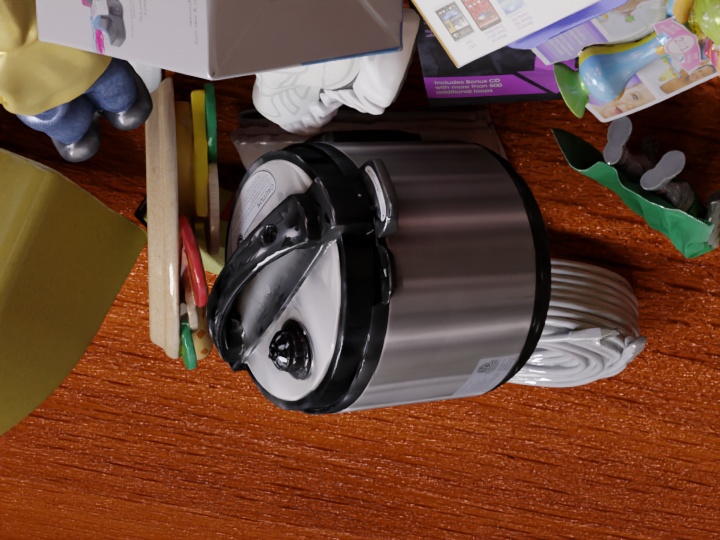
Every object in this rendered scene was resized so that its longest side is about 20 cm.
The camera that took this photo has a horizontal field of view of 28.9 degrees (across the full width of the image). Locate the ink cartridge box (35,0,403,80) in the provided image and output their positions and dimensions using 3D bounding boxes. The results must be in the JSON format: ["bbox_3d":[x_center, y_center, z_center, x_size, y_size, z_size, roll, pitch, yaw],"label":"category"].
[{"bbox_3d":[-0.084,-0.145,0.688,0.114,0.069,0.199,-14,-157,-37],"label":"ink cartridge box"}]

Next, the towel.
[{"bbox_3d":[0.021,-0.061,1.050,0.198,0.033,0.191,1,153,18],"label":"towel"}]

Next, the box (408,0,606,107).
[{"bbox_3d":[0.096,-0.163,0.785,0.141,0.036,0.200,-2,151,9],"label":"box"}]

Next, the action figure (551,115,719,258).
[{"bbox_3d":[0.208,-0.049,0.947,0.118,0.055,0.200,40,-174,24],"label":"action figure"}]

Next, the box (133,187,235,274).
[{"bbox_3d":[-0.077,-0.018,1.080,0.199,0.050,0.075,20,160,32],"label":"box"}]

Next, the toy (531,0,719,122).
[{"bbox_3d":[0.199,-0.130,0.761,0.199,0.048,0.115,-20,149,28],"label":"toy"}]

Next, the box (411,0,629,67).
[{"bbox_3d":[0.060,-0.186,0.675,0.118,0.042,0.200,-22,125,26],"label":"box"}]

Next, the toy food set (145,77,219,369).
[{"bbox_3d":[-0.124,-0.033,0.972,0.048,0.203,0.198,-1,178,-8],"label":"toy food set"}]

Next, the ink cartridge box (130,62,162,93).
[{"bbox_3d":[-0.232,-0.173,0.922,0.198,0.051,0.163,-5,156,-11],"label":"ink cartridge box"}]

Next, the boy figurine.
[{"bbox_3d":[-0.189,-0.125,0.796,0.124,0.065,0.200,-33,160,2],"label":"boy figurine"}]

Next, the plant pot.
[{"bbox_3d":[-0.305,0.013,1.036,0.192,0.202,0.195,20,174,15],"label":"plant pot"}]

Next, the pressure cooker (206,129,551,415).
[{"bbox_3d":[0.001,0.002,0.895,0.198,0.178,0.178,-5,-163,-31],"label":"pressure cooker"}]

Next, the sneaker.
[{"bbox_3d":[-0.035,-0.131,0.839,0.080,0.076,0.200,19,171,-19],"label":"sneaker"}]

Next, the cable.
[{"bbox_3d":[0.131,0.044,1.160,0.198,0.070,0.200,5,164,5],"label":"cable"}]
